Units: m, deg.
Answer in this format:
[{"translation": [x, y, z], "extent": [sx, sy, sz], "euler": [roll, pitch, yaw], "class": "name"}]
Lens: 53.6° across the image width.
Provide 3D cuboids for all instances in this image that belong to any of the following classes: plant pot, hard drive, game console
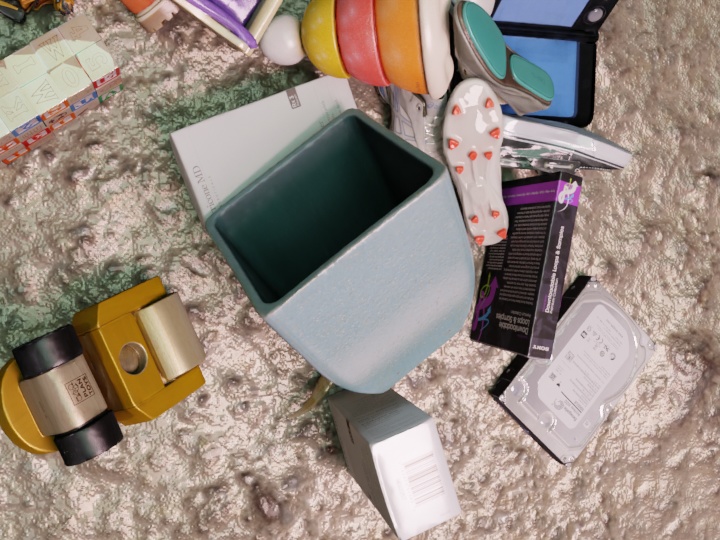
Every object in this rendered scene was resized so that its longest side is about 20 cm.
[{"translation": [0.000, 0.000, 0.702], "extent": [0.195, 0.196, 0.201], "euler": [-38, 128, -5], "class": "plant pot"}, {"translation": [0.273, 0.127, 0.907], "extent": [0.140, 0.038, 0.200], "euler": [44, 81, -12], "class": "hard drive"}, {"translation": [0.218, -0.272, 0.843], "extent": [0.196, 0.176, 0.118], "euler": [-2, 64, -16], "class": "game console"}]

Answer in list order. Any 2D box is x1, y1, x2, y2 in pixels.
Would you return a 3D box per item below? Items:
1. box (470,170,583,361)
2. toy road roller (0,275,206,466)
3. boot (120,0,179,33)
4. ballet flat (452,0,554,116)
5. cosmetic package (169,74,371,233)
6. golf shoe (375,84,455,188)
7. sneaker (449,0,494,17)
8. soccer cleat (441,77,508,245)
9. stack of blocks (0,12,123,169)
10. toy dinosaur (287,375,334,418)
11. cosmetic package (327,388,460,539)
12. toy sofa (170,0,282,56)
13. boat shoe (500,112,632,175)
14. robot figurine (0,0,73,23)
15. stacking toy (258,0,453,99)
[{"translation": [0.188, -0.006, 0.824], "extent": [0.035, 0.143, 0.204], "euler": [12, 89, -17], "class": "box"}, {"translation": [-0.271, 0.103, 0.722], "extent": [0.199, 0.144, 0.125], "euler": [-32, 102, -51], "class": "toy road roller"}, {"translation": [-0.187, -0.356, 0.727], "extent": [0.201, 0.075, 0.107], "euler": [-52, 123, -9], "class": "boot"}, {"translation": [0.143, -0.221, 0.780], "extent": [0.198, 0.063, 0.069], "euler": [20, 65, -45], "class": "ballet flat"}, {"translation": [-0.096, -0.126, 0.770], "extent": [0.198, 0.081, 0.115], "euler": [-26, 101, -15], "class": "cosmetic package"}, {"translation": [0.070, -0.166, 0.810], "extent": [0.077, 0.097, 0.203], "euler": [-20, 98, -16], "class": "golf shoe"}, {"translation": [0.122, -0.347, 0.700], "extent": [0.072, 0.114, 0.204], "euler": [-22, 116, -24], "class": "sneaker"}, {"translation": [0.130, -0.123, 0.807], "extent": [0.068, 0.078, 0.203], "euler": [-10, 122, 7], "class": "soccer cleat"}, {"translation": [-0.330, -0.155, 0.684], "extent": [0.199, 0.115, 0.059], "euler": [-36, 100, -13], "class": "stack of blocks"}, {"translation": [-0.008, 0.092, 0.825], "extent": [0.100, 0.058, 0.203], "euler": [23, 79, 0], "class": "toy dinosaur"}, {"translation": [0.027, 0.189, 0.752], "extent": [0.073, 0.200, 0.103], "euler": [-18, 96, -14], "class": "cosmetic package"}, {"translation": [-0.166, -0.295, 0.666], "extent": [0.198, 0.098, 0.084], "euler": [31, 95, -29], "class": "toy sofa"}, {"translation": [0.236, -0.144, 0.880], "extent": [0.196, 0.072, 0.072], "euler": [10, 112, -12], "class": "boat shoe"}, {"translation": [-0.342, -0.351, 0.704], "extent": [0.144, 0.058, 0.202], "euler": [-30, 99, -12], "class": "robot figurine"}, {"translation": [-0.009, -0.239, 0.707], "extent": [0.196, 0.146, 0.149], "euler": [-2, 92, 11], "class": "stacking toy"}]
